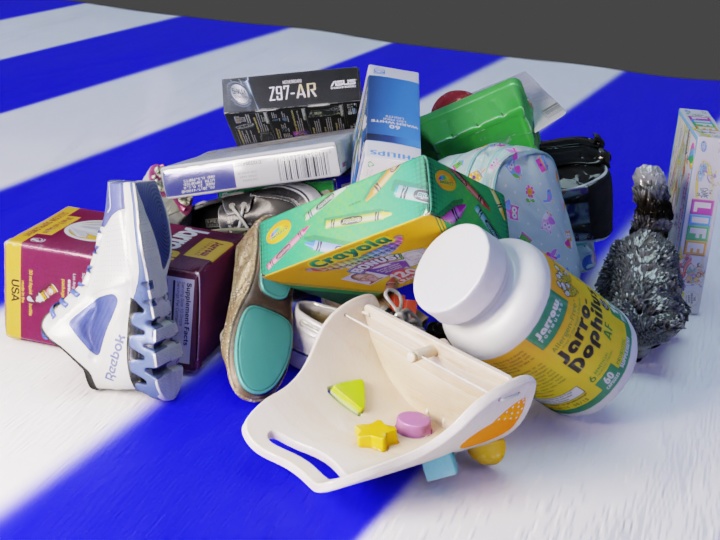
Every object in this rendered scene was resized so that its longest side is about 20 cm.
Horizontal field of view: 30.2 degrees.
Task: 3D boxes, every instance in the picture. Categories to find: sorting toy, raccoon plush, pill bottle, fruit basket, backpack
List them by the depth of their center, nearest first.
[{"bbox_3d":[0.008,0.120,1.077,0.180,0.107,0.200,-20,31,-35],"label":"sorting toy"},{"bbox_3d":[0.142,0.041,1.160,0.200,0.113,0.113,33,1,-35],"label":"pill bottle"},{"bbox_3d":[0.137,-0.024,1.308,0.126,0.200,0.167,-9,5,39],"label":"backpack"},{"bbox_3d":[0.280,-0.010,1.348,0.097,0.201,0.134,-10,-3,10],"label":"raccoon plush"},{"bbox_3d":[0.127,-0.160,1.508,0.185,0.094,0.200,-23,18,2],"label":"fruit basket"},{"bbox_3d":[0.186,-0.074,1.544,0.199,0.151,0.178,-2,21,4],"label":"backpack"}]

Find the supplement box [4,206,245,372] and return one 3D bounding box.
[{"bbox_3d":[-0.227,0.014,1.295,0.200,0.103,0.131,9,19,12],"label":"supplement box"}]

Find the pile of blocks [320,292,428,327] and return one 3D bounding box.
[{"bbox_3d":[0.000,0.000,1.341,0.082,0.062,0.200,-6,43,-29],"label":"pile of blocks"}]

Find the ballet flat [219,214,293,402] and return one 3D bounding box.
[{"bbox_3d":[-0.098,0.042,1.251,0.070,0.065,0.200,30,51,-26],"label":"ballet flat"}]

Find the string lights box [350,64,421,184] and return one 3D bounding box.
[{"bbox_3d":[0.026,-0.119,1.369,0.059,0.103,0.200,9,34,-5],"label":"string lights box"}]

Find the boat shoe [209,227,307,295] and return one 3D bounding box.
[{"bbox_3d":[-0.085,-0.009,1.445,0.200,0.076,0.074,9,12,-14],"label":"boat shoe"}]

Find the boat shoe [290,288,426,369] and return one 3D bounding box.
[{"bbox_3d":[0.026,0.061,1.241,0.202,0.086,0.075,13,22,24],"label":"boat shoe"}]

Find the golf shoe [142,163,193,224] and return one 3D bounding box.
[{"bbox_3d":[-0.243,-0.033,1.487,0.075,0.091,0.200,40,32,-20],"label":"golf shoe"}]

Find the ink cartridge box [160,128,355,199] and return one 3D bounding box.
[{"bbox_3d":[-0.103,-0.121,1.503,0.196,0.043,0.200,-8,8,11],"label":"ink cartridge box"}]

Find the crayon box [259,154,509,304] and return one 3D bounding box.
[{"bbox_3d":[0.019,-0.032,1.209,0.200,0.058,0.119,-20,-27,37],"label":"crayon box"}]

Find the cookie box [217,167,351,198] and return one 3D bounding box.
[{"bbox_3d":[-0.042,-0.088,1.587,0.200,0.075,0.171,0,13,42],"label":"cookie box"}]

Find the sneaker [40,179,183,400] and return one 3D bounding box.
[{"bbox_3d":[-0.228,0.020,1.179,0.115,0.200,0.081,-5,0,11],"label":"sneaker"}]

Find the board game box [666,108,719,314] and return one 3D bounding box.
[{"bbox_3d":[0.369,-0.069,1.499,0.034,0.200,0.134,6,21,2],"label":"board game box"}]

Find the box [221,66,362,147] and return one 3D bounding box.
[{"bbox_3d":[-0.074,-0.182,1.601,0.160,0.044,0.200,-5,-13,2],"label":"box"}]

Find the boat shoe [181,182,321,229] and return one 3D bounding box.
[{"bbox_3d":[-0.131,-0.059,1.507,0.200,0.072,0.068,-1,9,38],"label":"boat shoe"}]
